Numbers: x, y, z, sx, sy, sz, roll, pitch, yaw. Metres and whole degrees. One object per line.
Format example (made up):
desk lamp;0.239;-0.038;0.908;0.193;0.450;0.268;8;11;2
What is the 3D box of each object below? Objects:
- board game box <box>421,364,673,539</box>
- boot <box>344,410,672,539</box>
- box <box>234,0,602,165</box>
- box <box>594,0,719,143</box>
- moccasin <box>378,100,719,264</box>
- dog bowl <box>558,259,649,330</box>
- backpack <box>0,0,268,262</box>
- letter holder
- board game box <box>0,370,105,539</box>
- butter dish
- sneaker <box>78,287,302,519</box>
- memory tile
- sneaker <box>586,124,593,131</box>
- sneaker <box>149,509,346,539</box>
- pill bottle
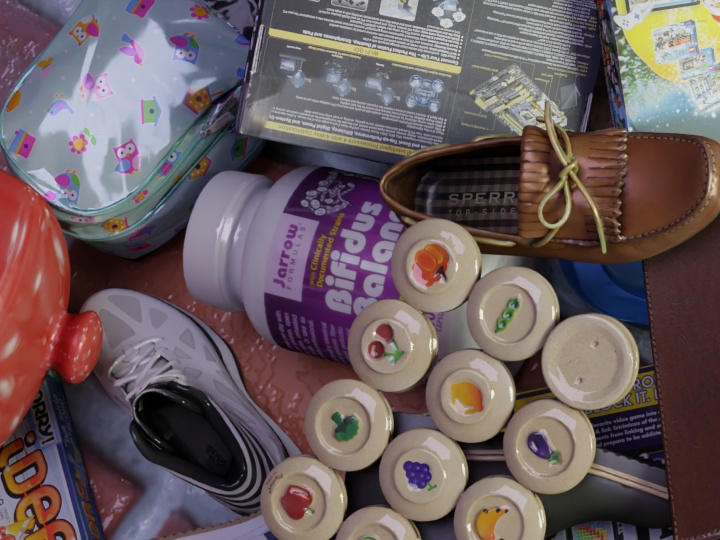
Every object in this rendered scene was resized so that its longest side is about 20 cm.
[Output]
board game box;0.134;0.147;1.370;0.199;0.057;0.166;-12;65;16
boot;0.080;0.157;1.325;0.199;0.077;0.139;7;83;27
box;0.039;-0.138;1.400;0.199;0.049;0.162;10;92;-8
box;0.234;-0.141;1.381;0.199;0.038;0.138;-9;93;-7
moccasin;0.101;-0.046;1.293;0.200;0.078;0.074;5;80;37
dog bowl;0.213;-0.007;1.401;0.199;0.050;0.112;12;75;24
backpack;-0.132;-0.108;1.524;0.167;0.127;0.200;40;91;24
letter holder;0.235;0.038;1.263;0.142;0.100;0.201;-24;61;42
board game box;-0.227;0.165;1.507;0.135;0.034;0.201;-25;64;10
butter dish;-0.224;0.027;1.455;0.147;0.200;0.200;18;67;8
sneaker;-0.115;0.065;1.458;0.076;0.115;0.200;-46;62;-1
memory tile;0.045;0.087;1.296;0.153;0.017;0.201;33;101;18
sneaker;0.046;-0.106;1.488;0.090;0.067;0.200;-46;65;-7
sneaker;-0.053;0.198;1.410;0.199;0.070;0.109;-17;60;21
pill bottle;0.000;0.000;1.442;0.199;0.112;0.113;13;75;23
